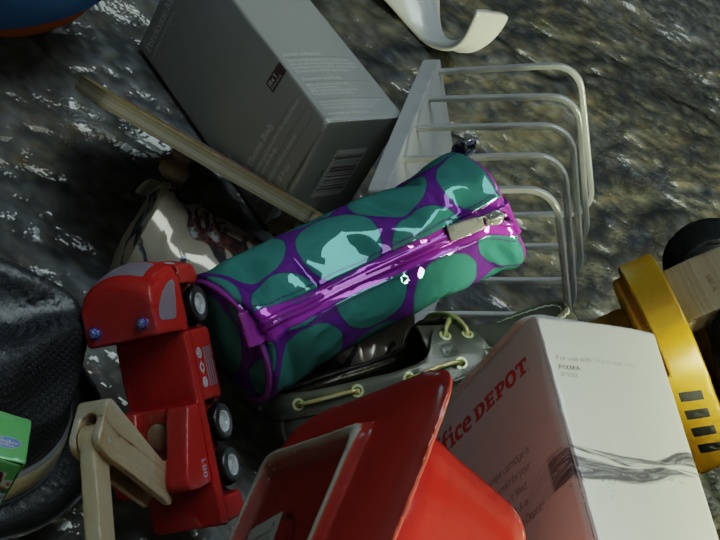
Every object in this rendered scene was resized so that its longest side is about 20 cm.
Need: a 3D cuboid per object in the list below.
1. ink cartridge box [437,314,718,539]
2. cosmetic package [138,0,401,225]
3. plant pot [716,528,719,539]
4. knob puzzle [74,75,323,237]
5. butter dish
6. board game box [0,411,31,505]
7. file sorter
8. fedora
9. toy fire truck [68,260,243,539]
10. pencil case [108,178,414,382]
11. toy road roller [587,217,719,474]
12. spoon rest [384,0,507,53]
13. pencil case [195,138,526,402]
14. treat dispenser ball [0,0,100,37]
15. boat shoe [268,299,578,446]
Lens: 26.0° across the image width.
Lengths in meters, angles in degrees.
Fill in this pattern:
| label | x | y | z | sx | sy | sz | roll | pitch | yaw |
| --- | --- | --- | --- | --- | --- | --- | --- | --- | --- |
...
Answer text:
| label | x | y | z | sx | sy | sz | roll | pitch | yaw |
| --- | --- | --- | --- | --- | --- | --- | --- | --- | --- |
| ink cartridge box | 0.106 | 0.144 | 0.790 | 0.082 | 0.147 | 0.201 | 8 | 52 | -26 |
| cosmetic package | -0.070 | -0.141 | 1.151 | 0.090 | 0.107 | 0.200 | -11 | 52 | -45 |
| plant pot | 0.207 | 0.229 | 0.891 | 0.092 | 0.202 | 0.201 | 1 | 32 | 15 |
| knob puzzle | -0.109 | -0.069 | 1.004 | 0.219 | 0.031 | 0.220 | 31 | 2 | -1 |
| butter dish | 0.013 | 0.167 | 0.715 | 0.147 | 0.199 | 0.201 | 29 | 68 | -15 |
| board game box | -0.263 | 0.089 | 0.688 | 0.199 | 0.135 | 0.029 | 21 | 36 | -19 |
| file sorter | 0.094 | -0.047 | 1.101 | 0.124 | 0.139 | 0.200 | -1 | 32 | 15 |
| fedora | -0.213 | 0.048 | 0.812 | 0.200 | 0.092 | 0.201 | 22 | 36 | -17 |
| toy fire truck | -0.115 | 0.097 | 0.805 | 0.141 | 0.048 | 0.201 | -11 | 89 | -70 |
| pencil case | -0.063 | 0.016 | 0.986 | 0.199 | 0.078 | 0.090 | 28 | 45 | -8 |
| toy road roller | 0.208 | 0.078 | 0.991 | 0.123 | 0.145 | 0.201 | -105 | 170 | -56 |
| spoon rest | 0.054 | -0.258 | 1.451 | 0.099 | 0.061 | 0.200 | 1 | 32 | -40 |
| pencil case | 0.000 | 0.000 | 0.920 | 0.199 | 0.092 | 0.085 | -28 | 97 | -24 |
| treat dispenser ball | -0.246 | -0.261 | 1.072 | 0.200 | 0.201 | 0.201 | 22 | 36 | -17 |
| boat shoe | 0.042 | 0.061 | 0.928 | 0.201 | 0.072 | 0.061 | -25 | 102 | -11 |
